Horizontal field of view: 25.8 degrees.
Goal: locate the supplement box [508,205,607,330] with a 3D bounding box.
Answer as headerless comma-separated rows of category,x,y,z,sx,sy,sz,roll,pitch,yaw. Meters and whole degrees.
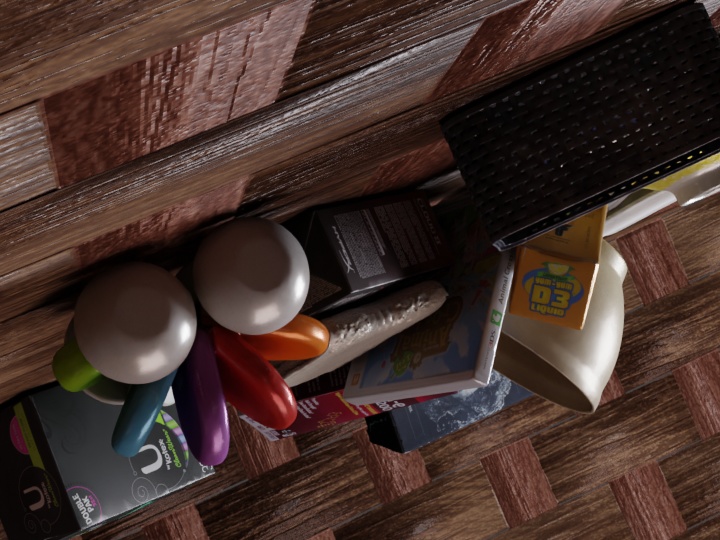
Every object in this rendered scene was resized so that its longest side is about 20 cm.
supplement box,0.167,-0.024,1.307,0.066,0.069,0.200,13,-157,7

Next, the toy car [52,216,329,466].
toy car,-0.115,0.062,1.123,0.199,0.151,0.175,-22,175,-19

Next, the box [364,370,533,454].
box,0.087,0.097,1.977,0.199,0.198,0.117,-22,-170,-18

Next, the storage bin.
storage bin,0.168,-0.099,1.119,0.199,0.094,0.135,-26,174,7

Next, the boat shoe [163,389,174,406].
boat shoe,-0.149,0.059,1.454,0.063,0.071,0.199,12,-153,35

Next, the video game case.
video game case,0.065,0.022,1.379,0.022,0.184,0.199,25,158,-28

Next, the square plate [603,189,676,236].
square plate,0.306,-0.107,1.568,0.199,0.029,0.198,-30,-165,38

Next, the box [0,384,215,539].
box,-0.280,0.190,1.643,0.124,0.150,0.199,-27,174,40

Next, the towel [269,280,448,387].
towel,-0.025,0.061,1.326,0.132,0.035,0.200,-21,173,-35

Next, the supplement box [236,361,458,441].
supplement box,-0.015,0.104,1.520,0.198,0.061,0.109,-16,158,10

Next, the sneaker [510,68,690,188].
sneaker,0.179,-0.103,1.222,0.199,0.076,0.088,-28,173,31

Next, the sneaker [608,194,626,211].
sneaker,0.184,-0.073,1.520,0.082,0.075,0.199,-20,173,-43

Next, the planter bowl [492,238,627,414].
planter bowl,0.165,0.022,1.466,0.135,0.199,0.200,-57,180,-10

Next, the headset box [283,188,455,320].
headset box,-0.025,0.001,1.322,0.148,0.078,0.199,-27,175,32

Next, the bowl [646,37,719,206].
bowl,0.290,-0.120,1.357,0.199,0.108,0.200,-24,175,-2
